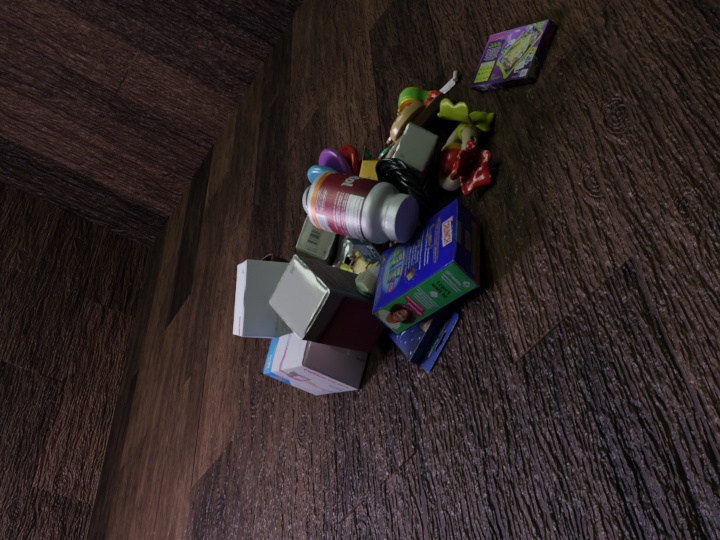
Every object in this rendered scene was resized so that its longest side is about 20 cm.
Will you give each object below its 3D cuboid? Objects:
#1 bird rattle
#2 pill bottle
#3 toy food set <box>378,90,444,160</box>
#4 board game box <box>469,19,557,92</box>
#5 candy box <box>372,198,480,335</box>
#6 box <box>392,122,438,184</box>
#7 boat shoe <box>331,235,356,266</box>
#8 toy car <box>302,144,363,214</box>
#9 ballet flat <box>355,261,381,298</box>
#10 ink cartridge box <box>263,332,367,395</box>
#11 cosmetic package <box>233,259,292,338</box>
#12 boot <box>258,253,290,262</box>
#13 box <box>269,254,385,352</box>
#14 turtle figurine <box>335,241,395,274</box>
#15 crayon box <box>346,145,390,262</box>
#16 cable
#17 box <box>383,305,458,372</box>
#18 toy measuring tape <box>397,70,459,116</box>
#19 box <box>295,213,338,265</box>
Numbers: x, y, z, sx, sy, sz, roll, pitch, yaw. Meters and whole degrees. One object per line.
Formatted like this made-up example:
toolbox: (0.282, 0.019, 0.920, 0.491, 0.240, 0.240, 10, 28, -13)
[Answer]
bird rattle: (0.200, -0.221, 1.577, 0.163, 0.110, 0.204, 126, 146, -56)
pill bottle: (0.006, -0.115, 1.527, 0.197, 0.113, 0.115, 16, 80, 33)
toy food set: (0.108, -0.310, 1.770, 0.200, 0.048, 0.198, -48, -2, -38)
board game box: (0.295, -0.416, 1.600, 0.199, 0.032, 0.122, 16, 87, 66)
candy box: (0.120, -0.005, 1.466, 0.199, 0.077, 0.171, -36, 28, 35)
box: (0.109, -0.222, 1.651, 0.200, 0.067, 0.084, 62, -127, -84)
boat shoe: (-0.017, -0.034, 1.865, 0.066, 0.073, 0.204, 25, 100, 52)
toy car: (-0.043, -0.212, 1.891, 0.173, 0.198, 0.153, -9, 100, 52)
ballet flat: (0.038, 0.007, 1.595, 0.063, 0.067, 0.200, -64, -10, 11)
ink cartridge box: (-0.096, 0.192, 1.703, 0.199, 0.143, 0.086, -23, 47, 57)
cosmetic package: (-0.180, 0.070, 1.853, 0.165, 0.195, 0.169, 167, 107, -75)
boot: (-0.193, 0.015, 2.049, 0.199, 0.164, 0.074, -23, 46, 57)
box: (-0.052, 0.066, 1.553, 0.128, 0.198, 0.110, 42, 107, 39)
turtle figurine: (0.000, 0.000, 1.750, 0.202, 0.064, 0.161, -56, 22, -9)
crayon box: (0.031, -0.134, 1.670, 0.050, 0.126, 0.204, 3, 70, 21)
cable: (0.091, -0.135, 1.570, 0.050, 0.201, 0.164, -33, 65, -5)
box: (0.107, 0.093, 1.513, 0.123, 0.032, 0.200, -62, 25, 8)
toy measuring tape: (0.140, -0.401, 1.860, 0.199, 0.073, 0.075, -35, 37, 50)
box: (-0.093, -0.064, 1.919, 0.200, 0.076, 0.097, 83, -153, -80)
